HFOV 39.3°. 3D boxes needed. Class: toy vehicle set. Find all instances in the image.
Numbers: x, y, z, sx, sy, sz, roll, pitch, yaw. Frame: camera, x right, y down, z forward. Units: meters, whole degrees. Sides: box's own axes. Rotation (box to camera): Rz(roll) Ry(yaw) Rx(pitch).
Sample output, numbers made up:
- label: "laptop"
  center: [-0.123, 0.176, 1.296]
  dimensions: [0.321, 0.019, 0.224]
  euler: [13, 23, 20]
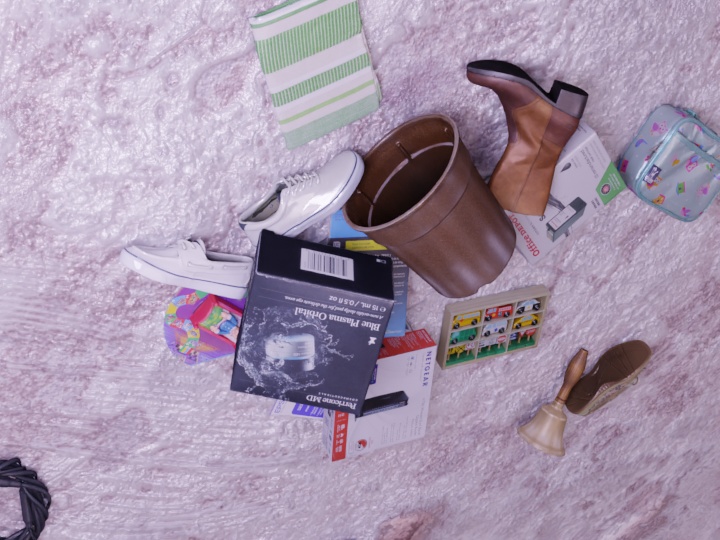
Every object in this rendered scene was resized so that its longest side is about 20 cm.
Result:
- label: "toy vehicle set"
  center: [0.231, 0.098, 1.761]
  dimensions: [0.196, 0.027, 0.126]
  euler: [-11, 129, -21]

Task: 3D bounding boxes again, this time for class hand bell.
- label: "hand bell"
  center: [0.386, 0.242, 1.932]
  dimensions: [0.103, 0.104, 0.203]
  euler: [14, 105, -35]

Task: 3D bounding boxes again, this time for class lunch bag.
- label: "lunch bag"
  center: [0.531, -0.179, 1.677]
  dimensions: [0.198, 0.077, 0.162]
  euler: [20, 113, -38]

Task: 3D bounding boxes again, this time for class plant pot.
- label: "plant pot"
  center: [0.109, -0.076, 1.419]
  dimensions: [0.200, 0.201, 0.198]
  euler: [-41, 122, 7]

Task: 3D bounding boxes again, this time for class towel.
- label: "towel"
  center: [-0.056, -0.271, 1.328]
  dimensions: [0.150, 0.024, 0.202]
  euler: [-25, 134, -9]

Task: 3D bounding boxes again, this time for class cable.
- label: "cable"
  center: [-0.553, 0.360, 1.529]
  dimensions: [0.162, 0.051, 0.201]
  euler: [-37, 131, -5]

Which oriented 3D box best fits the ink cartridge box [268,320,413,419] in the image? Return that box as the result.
- label: "ink cartridge box"
  center: [-0.036, 0.157, 1.650]
  dimensions: [0.197, 0.044, 0.200]
  euler: [11, 118, -35]

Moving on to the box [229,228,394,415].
- label: "box"
  center: [-0.068, 0.075, 1.407]
  dimensions: [0.193, 0.118, 0.203]
  euler: [11, 120, -8]

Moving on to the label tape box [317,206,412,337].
- label: "label tape box"
  center: [0.000, 0.000, 1.525]
  dimensions: [0.142, 0.063, 0.204]
  euler: [-3, 105, -26]

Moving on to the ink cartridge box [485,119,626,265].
- label: "ink cartridge box"
  center: [0.298, -0.127, 1.586]
  dimensions: [0.199, 0.084, 0.146]
  euler: [-41, 132, 6]

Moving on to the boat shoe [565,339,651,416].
- label: "boat shoe"
  center: [0.487, 0.210, 1.962]
  dimensions: [0.199, 0.074, 0.062]
  euler: [-40, 140, 20]

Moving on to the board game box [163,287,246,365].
- label: "board game box"
  center: [-0.194, 0.078, 1.505]
  dimensions: [0.196, 0.039, 0.160]
  euler: [-14, 130, -19]

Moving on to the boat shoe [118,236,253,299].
- label: "boat shoe"
  center: [-0.239, -0.015, 1.400]
  dimensions: [0.198, 0.073, 0.066]
  euler: [14, 102, -40]

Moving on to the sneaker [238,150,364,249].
- label: "sneaker"
  center: [-0.083, -0.103, 1.405]
  dimensions: [0.199, 0.073, 0.071]
  euler: [-40, 136, 5]

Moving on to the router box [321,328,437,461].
- label: "router box"
  center: [0.029, 0.205, 1.657]
  dimensions: [0.176, 0.049, 0.203]
  euler: [-12, 127, -21]

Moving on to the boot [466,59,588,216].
- label: "boot"
  center: [0.214, -0.192, 1.468]
  dimensions: [0.185, 0.069, 0.203]
  euler: [14, 116, -13]
